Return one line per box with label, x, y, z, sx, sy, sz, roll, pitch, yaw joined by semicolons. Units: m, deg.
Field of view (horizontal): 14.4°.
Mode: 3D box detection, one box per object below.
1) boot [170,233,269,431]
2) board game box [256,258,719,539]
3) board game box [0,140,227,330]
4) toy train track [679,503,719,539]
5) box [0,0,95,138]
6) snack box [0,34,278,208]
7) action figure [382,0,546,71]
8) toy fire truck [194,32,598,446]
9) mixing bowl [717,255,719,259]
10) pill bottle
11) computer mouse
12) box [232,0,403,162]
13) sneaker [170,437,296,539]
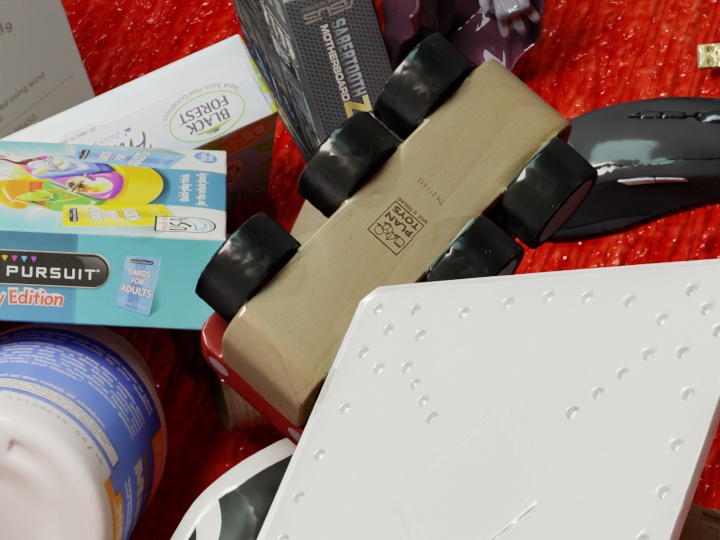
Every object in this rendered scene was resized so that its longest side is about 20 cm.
boot;-0.018;0.005;1.439;0.154;0.077;0.200;-17;23;-11
board game box;0.047;0.089;1.061;0.199;0.026;0.201;-5;51;42
board game box;-0.162;-0.021;1.345;0.198;0.047;0.151;3;17;-4
toy train track;0.136;0.110;1.146;0.032;0.199;0.116;-11;65;52
box;-0.285;-0.110;1.604;0.171;0.201;0.199;22;51;40
snack box;-0.144;-0.042;1.503;0.199;0.142;0.053;-25;79;-10
action figure;0.036;-0.188;1.628;0.133;0.149;0.201;-18;48;9
toy fire truck;0.000;0.000;1.291;0.128;0.200;0.176;40;72;11
mixing bowl;0.249;0.050;1.221;0.199;0.109;0.201;-11;34;8
pill bottle;-0.149;0.088;1.310;0.111;0.113;0.200;-11;13;10
computer mouse;0.169;-0.085;1.499;0.198;0.046;0.141;-11;36;11
box;-0.028;-0.128;1.550;0.051;0.159;0.200;-21;33;-6
sneaker;-0.049;0.165;1.238;0.200;0.073;0.112;-44;44;-20
